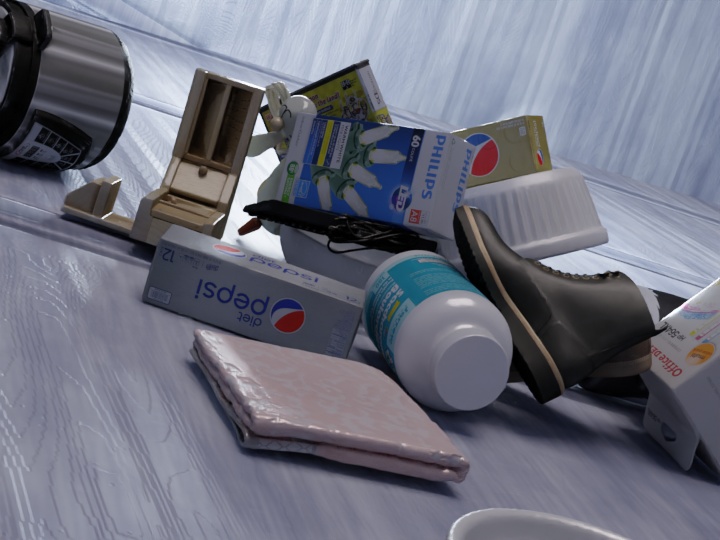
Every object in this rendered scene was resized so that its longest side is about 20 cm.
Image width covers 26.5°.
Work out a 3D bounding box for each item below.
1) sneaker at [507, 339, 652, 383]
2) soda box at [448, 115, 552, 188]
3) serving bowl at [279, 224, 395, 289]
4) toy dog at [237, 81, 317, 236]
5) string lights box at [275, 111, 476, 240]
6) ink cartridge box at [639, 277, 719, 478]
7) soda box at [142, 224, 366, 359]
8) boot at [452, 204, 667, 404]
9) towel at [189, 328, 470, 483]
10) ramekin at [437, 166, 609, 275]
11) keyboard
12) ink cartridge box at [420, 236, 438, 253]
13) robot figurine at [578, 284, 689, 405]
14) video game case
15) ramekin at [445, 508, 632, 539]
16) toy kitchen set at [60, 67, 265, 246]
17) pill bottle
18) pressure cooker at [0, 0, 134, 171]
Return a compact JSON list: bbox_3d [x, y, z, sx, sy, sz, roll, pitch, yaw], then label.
[{"bbox_3d":[0.185,0.065,1.492,0.197,0.077,0.070,-4,7,19],"label":"sneaker"},{"bbox_3d":[0.118,-0.128,1.786,0.198,0.069,0.064,-11,0,25],"label":"soda box"},{"bbox_3d":[0.000,0.000,1.662,0.198,0.067,0.200,18,12,-4],"label":"serving bowl"},{"bbox_3d":[-0.099,-0.106,1.750,0.095,0.202,0.132,-21,31,-24],"label":"toy dog"},{"bbox_3d":[0.015,-0.100,1.607,0.198,0.104,0.059,11,-6,34],"label":"string lights box"},{"bbox_3d":[0.366,0.099,1.493,0.126,0.199,0.129,55,-2,-20],"label":"ink cartridge box"},{"bbox_3d":[-0.096,0.023,1.416,0.198,0.064,0.068,19,13,-1],"label":"soda box"},{"bbox_3d":[0.182,0.009,1.436,0.078,0.137,0.202,86,-22,-74],"label":"boot"},{"bbox_3d":[-0.030,0.109,1.224,0.189,0.033,0.200,13,13,-23],"label":"towel"},{"bbox_3d":[0.177,-0.055,1.743,0.199,0.096,0.202,-12,0,0],"label":"ramekin"},{"bbox_3d":[-0.019,-0.032,1.572,0.198,0.040,0.104,13,-10,-24],"label":"keyboard"},{"bbox_3d":[0.041,-0.046,1.882,0.143,0.085,0.199,6,19,-44],"label":"ink cartridge box"},{"bbox_3d":[0.301,0.082,1.640,0.198,0.152,0.125,14,-29,-18],"label":"robot figurine"},{"bbox_3d":[-0.024,-0.131,1.773,0.025,0.183,0.199,-27,7,-38],"label":"video game case"},{"bbox_3d":[0.125,0.218,0.822,0.198,0.099,0.201,18,13,-4],"label":"ramekin"},{"bbox_3d":[-0.208,-0.126,1.615,0.161,0.183,0.200,17,8,-2],"label":"toy kitchen set"},{"bbox_3d":[0.073,0.059,1.407,0.109,0.112,0.200,15,12,-18],"label":"pill bottle"},{"bbox_3d":[-0.383,-0.215,1.752,0.198,0.178,0.178,13,9,-41],"label":"pressure cooker"}]
